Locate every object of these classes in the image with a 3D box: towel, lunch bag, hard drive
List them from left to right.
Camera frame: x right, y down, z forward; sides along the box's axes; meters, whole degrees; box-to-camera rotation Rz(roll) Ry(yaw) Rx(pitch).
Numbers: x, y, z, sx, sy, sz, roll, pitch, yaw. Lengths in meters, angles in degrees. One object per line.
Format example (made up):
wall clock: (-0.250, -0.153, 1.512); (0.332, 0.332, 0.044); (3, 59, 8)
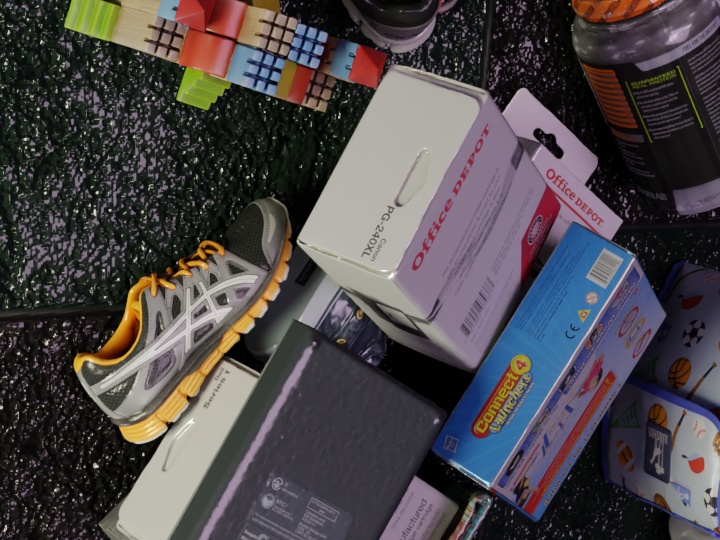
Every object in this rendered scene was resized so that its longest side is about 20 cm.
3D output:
hard drive: (-0.039, 0.152, 1.436); (0.139, 0.033, 0.200); (33, 83, -33)
towel: (0.049, 0.226, 1.597); (0.022, 0.200, 0.147); (31, 85, 1)
lunch bag: (0.294, 0.109, 1.725); (0.124, 0.170, 0.200); (30, 86, -32)

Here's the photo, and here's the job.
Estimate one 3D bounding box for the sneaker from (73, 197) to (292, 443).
sneaker: (-0.122, 0.024, 1.486); (0.077, 0.078, 0.200); (41, 75, -21)

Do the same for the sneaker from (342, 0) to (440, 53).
sneaker: (-0.008, -0.241, 1.453); (0.074, 0.087, 0.200); (-38, 98, -13)

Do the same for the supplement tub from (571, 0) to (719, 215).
supplement tub: (0.242, -0.154, 1.647); (0.122, 0.122, 0.200); (-39, 122, -19)

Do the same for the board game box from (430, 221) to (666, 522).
board game box: (0.147, 0.082, 1.597); (0.200, 0.056, 0.196); (-57, 161, -4)

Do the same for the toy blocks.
toy blocks: (-0.079, -0.152, 1.425); (0.200, 0.137, 0.100); (16, 94, -35)

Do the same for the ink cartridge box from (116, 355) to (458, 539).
ink cartridge box: (-0.050, 0.175, 1.506); (0.200, 0.084, 0.145); (36, 82, -34)

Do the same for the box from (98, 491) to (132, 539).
box: (-0.078, 0.207, 1.579); (0.158, 0.048, 0.200); (-44, 121, -16)

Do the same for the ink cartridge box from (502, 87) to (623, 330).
ink cartridge box: (0.122, -0.027, 1.634); (0.116, 0.068, 0.200); (39, 81, -36)

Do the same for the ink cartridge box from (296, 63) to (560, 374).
ink cartridge box: (0.053, -0.034, 1.475); (0.145, 0.083, 0.200); (-62, 152, -11)

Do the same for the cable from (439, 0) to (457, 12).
cable: (0.062, -0.268, 1.537); (0.097, 0.050, 0.200); (27, 89, -28)

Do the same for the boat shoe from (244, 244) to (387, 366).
boat shoe: (0.000, 0.000, 1.568); (0.200, 0.071, 0.091); (-53, 131, -6)

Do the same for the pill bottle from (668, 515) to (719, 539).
pill bottle: (0.359, 0.270, 1.849); (0.112, 0.112, 0.200); (-44, 122, -16)
